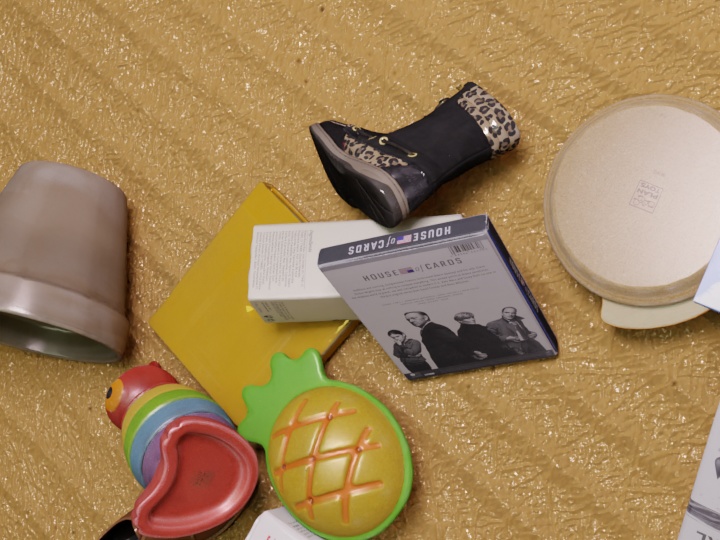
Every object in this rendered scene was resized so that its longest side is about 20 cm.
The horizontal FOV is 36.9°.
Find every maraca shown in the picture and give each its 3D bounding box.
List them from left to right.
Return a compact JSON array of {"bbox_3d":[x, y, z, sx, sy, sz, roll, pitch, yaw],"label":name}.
[{"bbox_3d":[-0.035,0.163,1.018,0.137,0.107,0.200,-47,65,5],"label":"maraca"}]

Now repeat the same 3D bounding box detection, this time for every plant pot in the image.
[{"bbox_3d":[-0.325,-0.012,1.127,0.200,0.200,0.174,3,70,23],"label":"plant pot"}]

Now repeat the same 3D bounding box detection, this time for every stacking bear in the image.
[{"bbox_3d":[-0.190,0.159,1.062,0.200,0.114,0.122,36,107,52],"label":"stacking bear"}]

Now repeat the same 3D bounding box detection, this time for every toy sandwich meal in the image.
[{"bbox_3d":[0.257,-0.051,0.937,0.205,0.070,0.205,-4,79,25],"label":"toy sandwich meal"}]

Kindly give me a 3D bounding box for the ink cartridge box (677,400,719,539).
[{"bbox_3d":[0.333,0.176,0.823,0.145,0.083,0.200,20,125,24],"label":"ink cartridge box"}]

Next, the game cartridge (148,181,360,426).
[{"bbox_3d":[-0.102,0.040,1.100,0.176,0.032,0.200,46,105,20],"label":"game cartridge"}]

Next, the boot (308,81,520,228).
[{"bbox_3d":[0.045,-0.121,1.018,0.151,0.073,0.200,-30,28,-10],"label":"boot"}]

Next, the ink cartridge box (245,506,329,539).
[{"bbox_3d":[-0.030,0.334,1.012,0.200,0.084,0.145,30,97,21],"label":"ink cartridge box"}]

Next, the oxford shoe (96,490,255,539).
[{"bbox_3d":[-0.190,0.252,1.096,0.200,0.071,0.071,-36,71,14],"label":"oxford shoe"}]

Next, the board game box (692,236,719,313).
[{"bbox_3d":[0.368,-0.008,0.787,0.200,0.037,0.151,23,96,25],"label":"board game box"}]

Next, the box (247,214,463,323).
[{"bbox_3d":[0.000,0.000,1.006,0.200,0.068,0.082,-1,67,10],"label":"box"}]

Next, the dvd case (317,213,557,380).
[{"bbox_3d":[0.072,0.030,0.940,0.150,0.200,0.025,-11,52,22],"label":"dvd case"}]
